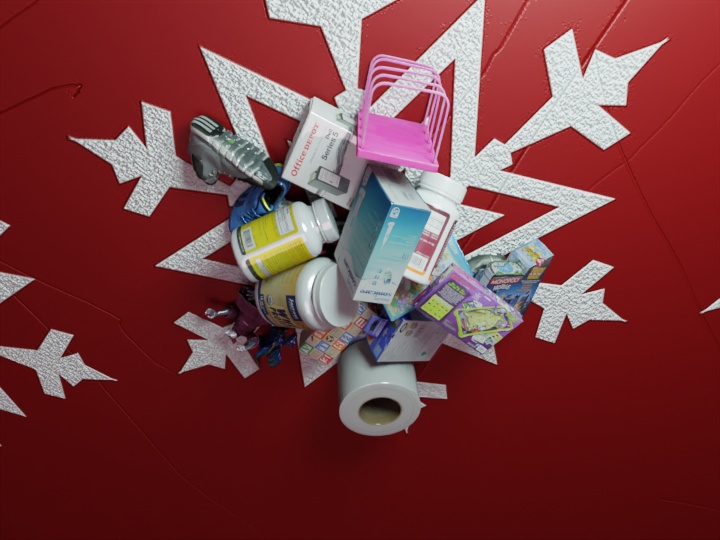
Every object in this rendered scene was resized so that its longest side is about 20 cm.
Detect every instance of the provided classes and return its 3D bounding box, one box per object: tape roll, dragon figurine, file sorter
[{"bbox_3d":[0.042,0.284,1.374,0.197,0.141,0.206,-2,130,-2],"label":"tape roll"},{"bbox_3d":[-0.217,0.190,1.349,0.058,0.100,0.200,32,120,-20],"label":"dragon figurine"},{"bbox_3d":[0.070,-0.277,0.964,0.135,0.202,0.128,10,122,-6],"label":"file sorter"}]

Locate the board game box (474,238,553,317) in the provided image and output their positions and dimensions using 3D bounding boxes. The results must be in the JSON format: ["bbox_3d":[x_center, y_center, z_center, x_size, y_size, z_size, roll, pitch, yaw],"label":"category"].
[{"bbox_3d":[0.309,0.027,1.202,0.196,0.062,0.203,-1,129,-36],"label":"board game box"}]

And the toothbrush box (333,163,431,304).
[{"bbox_3d":[0.033,-0.064,1.027,0.083,0.147,0.203,8,121,-26],"label":"toothbrush box"}]

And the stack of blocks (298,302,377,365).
[{"bbox_3d":[-0.064,0.115,1.298,0.114,0.059,0.200,32,120,-20],"label":"stack of blocks"}]

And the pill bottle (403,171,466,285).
[{"bbox_3d":[0.124,-0.085,1.109,0.112,0.114,0.204,23,96,-15],"label":"pill bottle"}]

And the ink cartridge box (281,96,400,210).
[{"bbox_3d":[-0.035,-0.212,1.078,0.196,0.085,0.147,23,122,-14],"label":"ink cartridge box"}]

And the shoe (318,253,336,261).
[{"bbox_3d":[0.000,0.000,1.232,0.195,0.070,0.054,14,116,-12],"label":"shoe"}]

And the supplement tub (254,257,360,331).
[{"bbox_3d":[-0.109,0.048,1.166,0.197,0.145,0.146,0,133,42],"label":"supplement tub"}]

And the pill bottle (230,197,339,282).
[{"bbox_3d":[-0.145,-0.064,1.107,0.196,0.113,0.114,-22,123,6],"label":"pill bottle"}]

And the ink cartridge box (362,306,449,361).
[{"bbox_3d":[0.102,0.134,1.274,0.196,0.077,0.138,4,129,-37],"label":"ink cartridge box"}]

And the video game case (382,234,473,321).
[{"bbox_3d":[0.118,-0.006,1.182,0.197,0.018,0.146,-28,86,0],"label":"video game case"}]

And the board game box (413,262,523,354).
[{"bbox_3d":[0.216,0.081,1.135,0.198,0.033,0.120,35,123,-21],"label":"board game box"}]

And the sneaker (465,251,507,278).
[{"bbox_3d":[0.226,0.016,1.228,0.195,0.091,0.068,-10,126,8],"label":"sneaker"}]

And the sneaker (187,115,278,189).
[{"bbox_3d":[-0.253,-0.198,1.094,0.198,0.075,0.116,38,129,2],"label":"sneaker"}]

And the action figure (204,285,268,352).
[{"bbox_3d":[-0.259,0.103,1.312,0.135,0.148,0.200,53,135,6],"label":"action figure"}]

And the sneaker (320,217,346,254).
[{"bbox_3d":[-0.007,-0.069,1.183,0.194,0.075,0.082,-9,125,6],"label":"sneaker"}]

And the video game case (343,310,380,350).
[{"bbox_3d":[-0.032,0.117,1.346,0.142,0.019,0.199,-38,117,24],"label":"video game case"}]

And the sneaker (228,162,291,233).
[{"bbox_3d":[-0.211,-0.129,1.144,0.065,0.079,0.200,34,120,-23],"label":"sneaker"}]
